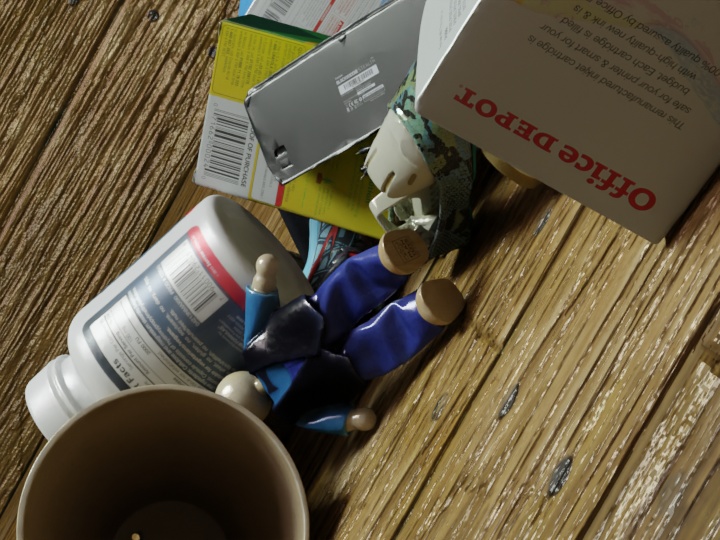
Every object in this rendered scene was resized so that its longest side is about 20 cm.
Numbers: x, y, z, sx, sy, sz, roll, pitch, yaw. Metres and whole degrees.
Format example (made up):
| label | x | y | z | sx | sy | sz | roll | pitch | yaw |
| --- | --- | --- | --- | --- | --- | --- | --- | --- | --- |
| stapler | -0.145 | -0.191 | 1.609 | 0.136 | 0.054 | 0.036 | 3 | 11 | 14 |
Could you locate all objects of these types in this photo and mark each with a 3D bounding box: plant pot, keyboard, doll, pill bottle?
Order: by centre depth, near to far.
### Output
| label | x | y | z | sx | sy | sz | roll | pitch | yaw |
| --- | --- | --- | --- | --- | --- | --- | --- | --- | --- |
| doll | -0.027 | 0.046 | 1.194 | 0.200 | 0.137 | 0.048 | -38 | -2 | 35 |
| keyboard | 0.013 | -0.117 | 1.229 | 0.200 | 0.104 | 0.040 | -27 | -13 | 35 |
| plant pot | -0.134 | 0.192 | 1.248 | 0.200 | 0.187 | 0.188 | 106 | -172 | -73 |
| pill bottle | -0.139 | 0.052 | 1.297 | 0.200 | 0.120 | 0.120 | -40 | 17 | 13 |

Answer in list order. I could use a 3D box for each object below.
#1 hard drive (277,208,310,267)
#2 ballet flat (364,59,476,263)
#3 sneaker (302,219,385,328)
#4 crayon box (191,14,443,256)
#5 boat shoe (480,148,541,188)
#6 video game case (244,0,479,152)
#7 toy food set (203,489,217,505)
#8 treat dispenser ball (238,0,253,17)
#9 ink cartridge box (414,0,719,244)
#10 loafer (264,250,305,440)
| label | x | y | z | sx | sy | sz | roll | pitch | yaw |
| --- | --- | --- | --- | --- | --- | --- | --- | --- | --- |
| hard drive | -0.044 | -0.058 | 1.492 | 0.042 | 0.135 | 0.200 | -25 | 15 | 3 |
| ballet flat | 0.037 | -0.059 | 1.143 | 0.200 | 0.074 | 0.074 | 77 | -148 | -61 |
| sneaker | 0.000 | 0.000 | 1.350 | 0.095 | 0.079 | 0.200 | 10 | 79 | 66 |
| crayon box | -0.013 | -0.097 | 1.291 | 0.051 | 0.200 | 0.127 | -29 | -46 | -64 |
| boat shoe | 0.118 | -0.134 | 1.134 | 0.066 | 0.072 | 0.201 | -37 | 27 | 35 |
| video game case | 0.028 | -0.179 | 1.299 | 0.143 | 0.200 | 0.018 | -56 | -10 | 18 |
| toy food set | -0.135 | 0.122 | 1.430 | 0.198 | 0.049 | 0.200 | 119 | 137 | -54 |
| treat dispenser ball | 0.004 | -0.194 | 1.422 | 0.201 | 0.201 | 0.201 | -57 | 12 | 20 |
| ink cartridge box | 0.136 | -0.148 | 0.876 | 0.200 | 0.145 | 0.145 | -55 | 13 | 27 |
| loafer | -0.080 | 0.067 | 1.492 | 0.067 | 0.076 | 0.200 | -41 | 23 | 44 |
